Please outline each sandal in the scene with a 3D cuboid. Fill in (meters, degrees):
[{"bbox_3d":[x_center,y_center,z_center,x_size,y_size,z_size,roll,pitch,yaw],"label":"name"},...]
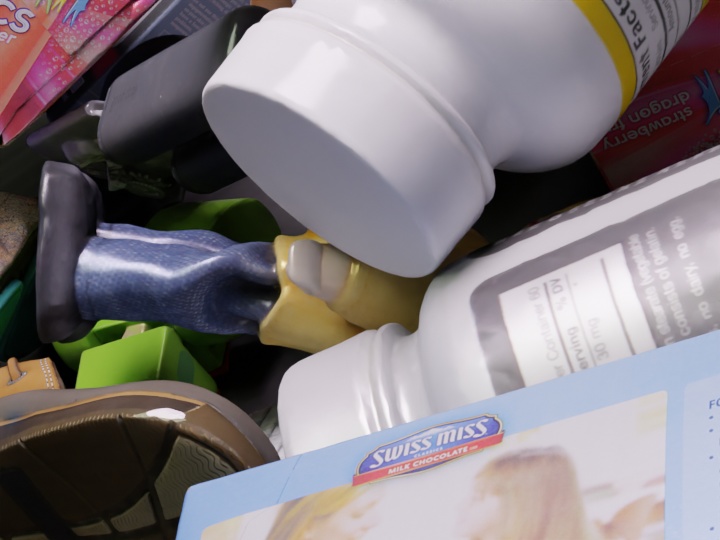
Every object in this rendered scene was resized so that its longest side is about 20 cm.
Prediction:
[{"bbox_3d":[-0.091,0.052,0.746,0.200,0.082,0.055,-12,32,46],"label":"sandal"}]

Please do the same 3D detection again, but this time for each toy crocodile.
[{"bbox_3d":[-0.074,0.049,0.867,0.067,0.062,0.200,-14,42,28],"label":"toy crocodile"}]

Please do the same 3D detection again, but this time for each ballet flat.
[{"bbox_3d":[-0.144,0.000,0.895,0.068,0.067,0.200,-63,-2,9],"label":"ballet flat"}]

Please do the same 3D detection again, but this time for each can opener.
[{"bbox_3d":[-0.056,-0.063,0.849,0.200,0.053,0.067,-18,55,64],"label":"can opener"}]

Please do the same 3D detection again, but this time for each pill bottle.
[{"bbox_3d":[0.086,0.031,0.700,0.200,0.113,0.113,-23,34,14],"label":"pill bottle"},{"bbox_3d":[0.047,-0.099,0.726,0.111,0.111,0.200,17,63,49],"label":"pill bottle"}]

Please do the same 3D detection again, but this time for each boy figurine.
[{"bbox_3d":[0.000,0.000,0.792,0.200,0.064,0.124,1,-2,3],"label":"boy figurine"}]

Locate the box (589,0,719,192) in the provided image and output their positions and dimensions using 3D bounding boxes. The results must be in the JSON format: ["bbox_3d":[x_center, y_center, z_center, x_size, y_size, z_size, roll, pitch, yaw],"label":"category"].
[{"bbox_3d":[0.159,-0.099,0.819,0.200,0.103,0.095,-24,35,15],"label":"box"}]

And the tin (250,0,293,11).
[{"bbox_3d":[0.030,-0.110,0.932,0.042,0.112,0.200,-9,38,46],"label":"tin"}]

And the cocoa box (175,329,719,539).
[{"bbox_3d":[0.062,0.111,0.600,0.200,0.131,0.133,-18,36,21],"label":"cocoa box"}]

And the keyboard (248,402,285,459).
[{"bbox_3d":[-0.037,0.077,0.743,0.056,0.011,0.200,-17,16,20],"label":"keyboard"}]

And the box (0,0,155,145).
[{"bbox_3d":[-0.152,-0.117,0.922,0.095,0.103,0.200,-44,19,-10],"label":"box"}]

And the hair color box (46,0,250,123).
[{"bbox_3d":[-0.050,-0.137,1.024,0.200,0.061,0.099,-45,40,8],"label":"hair color box"}]
